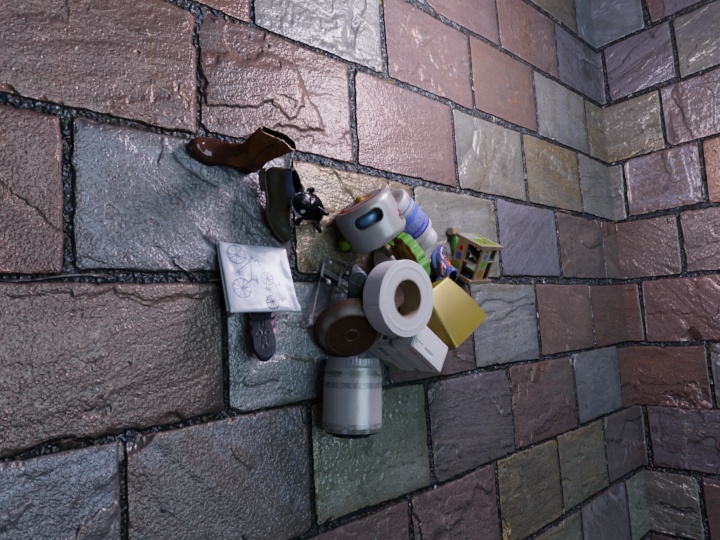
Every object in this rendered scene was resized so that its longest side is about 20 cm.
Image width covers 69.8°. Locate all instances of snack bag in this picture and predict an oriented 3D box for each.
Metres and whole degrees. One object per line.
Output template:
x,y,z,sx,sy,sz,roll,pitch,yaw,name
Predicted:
-0.248,0.017,1.264,0.198,0.021,0.191,3,60,-40,snack bag

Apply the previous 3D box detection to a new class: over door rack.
-0.063,0.089,1.434,0.147,0.066,0.202,32,63,-33,over door rack

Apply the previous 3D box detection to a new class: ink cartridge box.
0.131,0.221,1.500,0.145,0.199,0.085,44,58,-29,ink cartridge box

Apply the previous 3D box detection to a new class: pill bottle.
0.156,-0.153,1.641,0.200,0.111,0.113,44,57,-28,pill bottle

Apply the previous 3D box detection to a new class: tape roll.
0.102,0.074,1.364,0.201,0.070,0.205,1,88,-40,tape roll

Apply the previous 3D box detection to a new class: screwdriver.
0.000,0.000,1.534,0.199,0.028,0.029,31,33,-34,screwdriver

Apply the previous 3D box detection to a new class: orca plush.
-0.117,-0.145,1.356,0.106,0.070,0.200,-60,163,-17,orca plush

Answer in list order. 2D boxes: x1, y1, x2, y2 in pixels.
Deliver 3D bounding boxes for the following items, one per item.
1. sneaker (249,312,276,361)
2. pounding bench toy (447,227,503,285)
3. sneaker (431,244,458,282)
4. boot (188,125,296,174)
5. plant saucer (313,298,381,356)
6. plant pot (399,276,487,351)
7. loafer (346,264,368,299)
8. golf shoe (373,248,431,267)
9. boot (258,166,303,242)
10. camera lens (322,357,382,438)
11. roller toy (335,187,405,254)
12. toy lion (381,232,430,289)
-0.243,0.128,1.275,0.069,0.082,0.202,3,60,-12,sneaker
0.370,-0.050,1.824,0.123,0.200,0.158,0,115,-40,pounding bench toy
0.296,0.002,1.752,0.075,0.078,0.202,25,51,-44,sneaker
-0.278,-0.288,1.205,0.187,0.199,0.069,22,69,-38,boot
-0.027,0.165,1.381,0.200,0.200,0.037,38,20,-32,plant saucer
0.241,0.141,1.633,0.199,0.199,0.178,-33,92,-40,plant pot
-0.006,0.080,1.401,0.071,0.063,0.202,-3,117,-9,loafer
0.126,-0.026,1.618,0.198,0.078,0.099,12,92,-22,golf shoe
-0.190,-0.168,1.319,0.075,0.096,0.202,-46,127,-55,boot
-0.021,0.335,1.370,0.159,0.159,0.203,10,77,-41,camera lens
0.027,-0.148,1.473,0.200,0.181,0.141,-42,109,-38,roller toy
0.146,-0.019,1.483,0.068,0.191,0.201,-33,112,-14,toy lion
